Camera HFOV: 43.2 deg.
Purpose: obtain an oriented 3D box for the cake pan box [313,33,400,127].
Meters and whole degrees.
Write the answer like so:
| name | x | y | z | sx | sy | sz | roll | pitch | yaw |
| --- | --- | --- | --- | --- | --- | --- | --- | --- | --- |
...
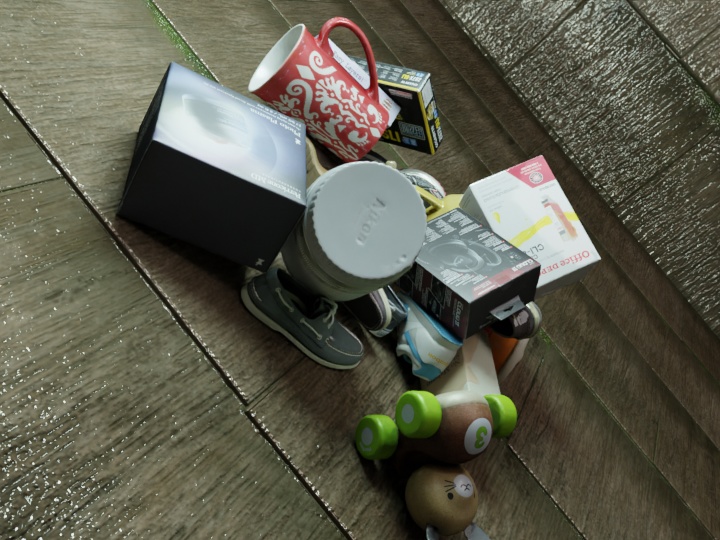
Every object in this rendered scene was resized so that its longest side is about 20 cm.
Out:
| name | x | y | z | sx | sy | sz | roll | pitch | yaw |
| --- | --- | --- | --- | --- | --- | --- | --- | --- | --- |
| cake pan box | -0.055 | -0.305 | 1.575 | 0.200 | 0.184 | 0.052 | 41 | 62 | -22 |

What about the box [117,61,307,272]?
| name | x | y | z | sx | sy | sz | roll | pitch | yaw |
| --- | --- | --- | --- | --- | --- | --- | --- | --- | --- |
| box | -0.176 | -0.130 | 1.136 | 0.199 | 0.123 | 0.199 | 22 | 34 | -21 |

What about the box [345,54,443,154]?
| name | x | y | z | sx | sy | sz | roll | pitch | yaw |
| --- | --- | --- | --- | --- | --- | --- | --- | --- | --- |
| box | 0.041 | -0.294 | 1.604 | 0.199 | 0.049 | 0.160 | 19 | -26 | 26 |

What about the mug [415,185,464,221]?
| name | x | y | z | sx | sy | sz | roll | pitch | yaw |
| --- | --- | --- | --- | --- | --- | --- | --- | --- | --- |
| mug | 0.137 | -0.055 | 1.568 | 0.186 | 0.153 | 0.150 | 14 | 43 | -51 |

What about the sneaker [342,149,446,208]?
| name | x | y | z | sx | sy | sz | roll | pitch | yaw |
| --- | --- | --- | --- | --- | --- | --- | --- | --- | --- |
| sneaker | 0.057 | -0.146 | 1.629 | 0.199 | 0.081 | 0.075 | 22 | 34 | 1 |

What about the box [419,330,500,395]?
| name | x | y | z | sx | sy | sz | roll | pitch | yaw |
| --- | --- | --- | --- | --- | --- | --- | --- | --- | --- |
| box | 0.145 | 0.163 | 1.346 | 0.078 | 0.095 | 0.200 | 36 | 27 | -25 |

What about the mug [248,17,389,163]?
| name | x | y | z | sx | sy | sz | roll | pitch | yaw |
| --- | --- | --- | --- | --- | --- | --- | --- | --- | --- |
| mug | -0.046 | -0.280 | 1.428 | 0.200 | 0.177 | 0.134 | 39 | 45 | -24 |

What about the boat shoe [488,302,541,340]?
| name | x | y | z | sx | sy | sz | roll | pitch | yaw |
| --- | --- | --- | --- | --- | --- | --- | --- | --- | --- |
| boat shoe | 0.189 | 0.037 | 1.412 | 0.200 | 0.075 | 0.073 | 36 | 29 | 32 |

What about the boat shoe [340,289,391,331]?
| name | x | y | z | sx | sy | sz | roll | pitch | yaw |
| --- | --- | --- | --- | --- | --- | --- | --- | --- | --- |
| boat shoe | -0.034 | 0.007 | 1.299 | 0.200 | 0.072 | 0.065 | 56 | 37 | 7 |

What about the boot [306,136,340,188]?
| name | x | y | z | sx | sy | sz | roll | pitch | yaw |
| --- | --- | --- | --- | --- | --- | --- | --- | --- | --- |
| boot | -0.074 | -0.171 | 1.508 | 0.200 | 0.072 | 0.166 | 47 | 13 | -4 |

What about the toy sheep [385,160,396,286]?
| name | x | y | z | sx | sy | sz | roll | pitch | yaw |
| --- | --- | --- | --- | --- | --- | --- | --- | --- | --- |
| toy sheep | 0.045 | -0.073 | 1.450 | 0.138 | 0.137 | 0.201 | -18 | 105 | -64 |

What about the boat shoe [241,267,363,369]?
| name | x | y | z | sx | sy | sz | roll | pitch | yaw |
| --- | --- | --- | --- | --- | --- | --- | --- | --- | --- |
| boat shoe | -0.061 | 0.063 | 1.177 | 0.200 | 0.062 | 0.073 | 35 | 29 | -29 |

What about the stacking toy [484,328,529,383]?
| name | x | y | z | sx | sy | sz | roll | pitch | yaw |
| --- | --- | --- | --- | --- | --- | --- | --- | --- | --- |
| stacking toy | 0.170 | 0.086 | 1.493 | 0.199 | 0.146 | 0.146 | 30 | 26 | -2 |

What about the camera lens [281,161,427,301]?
| name | x | y | z | sx | sy | sz | roll | pitch | yaw |
| --- | --- | --- | --- | --- | --- | --- | --- | --- | --- |
| camera lens | -0.013 | -0.047 | 1.173 | 0.160 | 0.160 | 0.200 | 48 | -16 | -4 |

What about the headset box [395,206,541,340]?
| name | x | y | z | sx | sy | sz | roll | pitch | yaw |
| --- | --- | --- | --- | --- | --- | --- | --- | --- | --- |
| headset box | 0.156 | 0.005 | 1.347 | 0.148 | 0.078 | 0.200 | -26 | 48 | -30 |

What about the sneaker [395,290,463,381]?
| name | x | y | z | sx | sy | sz | roll | pitch | yaw |
| --- | --- | --- | --- | --- | --- | --- | --- | --- | --- |
| sneaker | 0.082 | 0.092 | 1.366 | 0.076 | 0.081 | 0.200 | 29 | 10 | -21 |

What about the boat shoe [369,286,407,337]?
| name | x | y | z | sx | sy | sz | roll | pitch | yaw |
| --- | --- | --- | --- | --- | --- | --- | --- | --- | --- |
| boat shoe | 0.000 | 0.000 | 1.359 | 0.200 | 0.068 | 0.072 | 57 | 25 | 16 |

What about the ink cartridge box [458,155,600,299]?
| name | x | y | z | sx | sy | sz | roll | pitch | yaw |
| --- | --- | --- | --- | --- | --- | --- | --- | --- | --- |
| ink cartridge box | 0.272 | -0.063 | 1.471 | 0.201 | 0.145 | 0.083 | 64 | -16 | 14 |

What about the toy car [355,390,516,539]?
| name | x | y | z | sx | sy | sz | roll | pitch | yaw |
| --- | --- | --- | --- | --- | --- | --- | --- | --- | --- |
| toy car | 0.109 | 0.260 | 1.103 | 0.164 | 0.158 | 0.201 | 8 | 58 | -39 |
